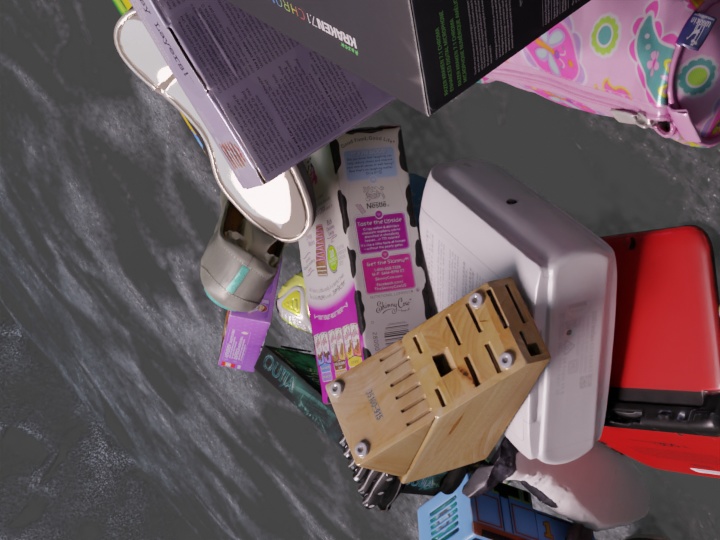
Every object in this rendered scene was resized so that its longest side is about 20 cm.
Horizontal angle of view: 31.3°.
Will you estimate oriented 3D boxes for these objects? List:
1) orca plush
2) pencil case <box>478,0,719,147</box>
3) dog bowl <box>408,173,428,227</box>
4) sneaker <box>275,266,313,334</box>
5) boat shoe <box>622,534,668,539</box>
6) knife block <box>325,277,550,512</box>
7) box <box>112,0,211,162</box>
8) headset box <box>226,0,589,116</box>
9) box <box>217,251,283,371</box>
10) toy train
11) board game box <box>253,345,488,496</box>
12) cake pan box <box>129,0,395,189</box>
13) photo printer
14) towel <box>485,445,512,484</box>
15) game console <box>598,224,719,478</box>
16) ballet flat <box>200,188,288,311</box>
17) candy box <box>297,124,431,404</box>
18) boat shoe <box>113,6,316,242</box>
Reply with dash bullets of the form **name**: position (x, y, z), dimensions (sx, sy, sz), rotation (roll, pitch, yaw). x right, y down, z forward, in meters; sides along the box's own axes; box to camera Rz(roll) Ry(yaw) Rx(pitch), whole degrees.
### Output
- **orca plush**: position (0.146, 0.164, 1.017), dimensions (0.071, 0.200, 0.106), rotation (6, 93, 48)
- **pencil case**: position (0.129, -0.127, 0.713), dimensions (0.200, 0.087, 0.088), rotation (28, 147, 48)
- **dog bowl**: position (0.060, 0.013, 1.103), dimensions (0.111, 0.050, 0.200), rotation (29, 148, 46)
- **sneaker**: position (0.002, 0.011, 1.173), dimensions (0.076, 0.105, 0.200), rotation (31, -172, 21)
- **boat shoe**: position (0.261, 0.266, 1.046), dimensions (0.200, 0.057, 0.067), rotation (5, 129, 62)
- **knife block**: position (0.066, 0.098, 0.901), dimensions (0.175, 0.200, 0.064), rotation (24, -143, -56)
- **box**: position (-0.082, -0.195, 0.983), dimensions (0.193, 0.122, 0.200), rotation (60, 157, -16)
- **headset box**: position (0.032, -0.189, 0.661), dimensions (0.174, 0.200, 0.093), rotation (36, 153, 37)
- **box**: position (-0.093, -0.022, 1.194), dimensions (0.039, 0.201, 0.137), rotation (11, 156, -7)
- **toy train**: position (0.137, 0.240, 1.023), dimensions (0.200, 0.115, 0.087), rotation (22, 135, -26)
- **board game box**: position (0.014, 0.130, 1.106), dimensions (0.135, 0.028, 0.200), rotation (14, -164, -45)
- **cake pan box**: position (-0.050, -0.184, 0.854), dimensions (0.200, 0.184, 0.052), rotation (58, 158, -13)
- **photo printer**: position (0.103, 0.019, 0.924), dimensions (0.200, 0.069, 0.167), rotation (-134, 37, -56)
- **towel**: position (0.067, 0.105, 1.131), dimensions (0.152, 0.023, 0.200), rotation (40, 162, 35)
- **game console**: position (0.222, 0.064, 0.899), dimensions (0.172, 0.119, 0.200), rotation (27, 167, -21)
- **ballet flat**: position (-0.075, -0.044, 0.989), dimensions (0.067, 0.200, 0.064), rotation (28, 122, -13)
- **candy box**: position (0.000, 0.000, 1.007), dimensions (0.136, 0.061, 0.201), rotation (158, 103, -71)
- **boat shoe**: position (-0.092, -0.112, 0.913), dimensions (0.067, 0.057, 0.200), rotation (-34, 98, 32)
